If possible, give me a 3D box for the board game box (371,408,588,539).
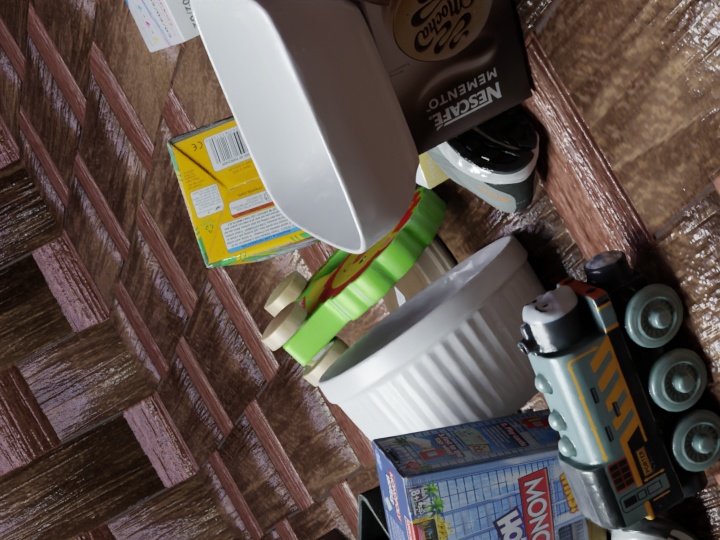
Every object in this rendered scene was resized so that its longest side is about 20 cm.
[{"bbox_3d":[0.123,0.188,1.549,0.062,0.200,0.200,-133,27,-54],"label":"board game box"}]

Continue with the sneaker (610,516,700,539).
[{"bbox_3d":[0.226,0.277,1.597,0.076,0.115,0.201,11,150,17],"label":"sneaker"}]

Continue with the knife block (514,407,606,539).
[{"bbox_3d":[0.169,0.196,1.670,0.200,0.176,0.064,41,170,-24],"label":"knife block"}]

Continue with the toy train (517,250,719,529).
[{"bbox_3d":[0.184,0.088,1.435,0.085,0.114,0.200,26,142,63],"label":"toy train"}]

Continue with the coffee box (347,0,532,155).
[{"bbox_3d":[0.039,-0.194,1.416,0.080,0.113,0.200,43,156,50],"label":"coffee box"}]

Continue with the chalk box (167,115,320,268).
[{"bbox_3d":[-0.074,-0.079,1.850,0.200,0.125,0.124,-8,-100,-74],"label":"chalk box"}]

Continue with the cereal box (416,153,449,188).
[{"bbox_3d":[0.005,-0.156,1.720,0.200,0.039,0.144,29,146,63],"label":"cereal box"}]

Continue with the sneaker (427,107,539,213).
[{"bbox_3d":[0.066,-0.114,1.547,0.200,0.074,0.079,49,165,37],"label":"sneaker"}]

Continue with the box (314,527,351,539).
[{"bbox_3d":[-0.048,0.373,1.839,0.164,0.200,0.166,28,143,64],"label":"box"}]

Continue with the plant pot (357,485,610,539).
[{"bbox_3d":[0.123,0.275,1.831,0.200,0.177,0.200,53,163,25],"label":"plant pot"}]

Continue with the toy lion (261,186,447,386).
[{"bbox_3d":[0.000,0.000,1.765,0.069,0.192,0.200,42,-173,-9],"label":"toy lion"}]

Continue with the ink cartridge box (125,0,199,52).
[{"bbox_3d":[-0.189,-0.293,2.046,0.115,0.068,0.200,64,164,-10],"label":"ink cartridge box"}]

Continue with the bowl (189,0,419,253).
[{"bbox_3d":[-0.034,-0.123,1.422,0.200,0.075,0.200,66,164,-19],"label":"bowl"}]

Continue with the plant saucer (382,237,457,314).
[{"bbox_3d":[0.063,0.033,1.883,0.200,0.029,0.200,54,164,24],"label":"plant saucer"}]

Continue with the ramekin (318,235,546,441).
[{"bbox_3d":[0.074,0.072,1.617,0.105,0.200,0.200,53,165,-3],"label":"ramekin"}]
